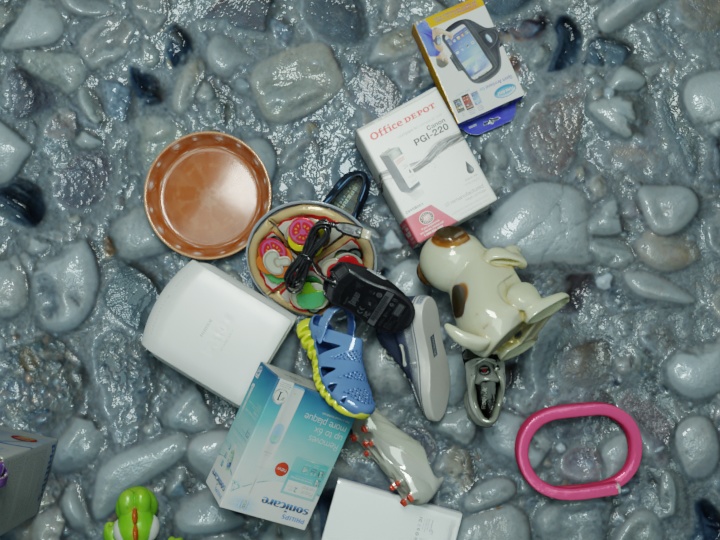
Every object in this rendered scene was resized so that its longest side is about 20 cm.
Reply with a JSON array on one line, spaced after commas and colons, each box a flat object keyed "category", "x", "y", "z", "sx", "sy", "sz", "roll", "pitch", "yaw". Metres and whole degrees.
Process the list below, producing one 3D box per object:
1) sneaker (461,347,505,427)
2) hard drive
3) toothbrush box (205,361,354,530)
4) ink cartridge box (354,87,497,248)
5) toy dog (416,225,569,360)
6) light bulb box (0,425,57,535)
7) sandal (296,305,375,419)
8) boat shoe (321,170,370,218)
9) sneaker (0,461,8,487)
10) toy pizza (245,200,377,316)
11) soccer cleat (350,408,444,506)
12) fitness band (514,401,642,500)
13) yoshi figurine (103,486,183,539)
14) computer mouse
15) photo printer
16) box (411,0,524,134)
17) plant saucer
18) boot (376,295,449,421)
[{"category": "sneaker", "x": 0.192, "y": 0.139, "z": 1.169, "sx": 0.074, "sy": 0.089, "sz": 0.201, "roll": -6, "pitch": 85, "yaw": 0}, {"category": "hard drive", "x": 0.043, "y": 0.411, "z": 1.180, "sx": 0.199, "sy": 0.025, "sz": 0.133, "roll": 16, "pitch": 86, "yaw": 0}, {"category": "toothbrush box", "x": -0.115, "y": 0.258, "z": 1.127, "sx": 0.146, "sy": 0.085, "sz": 0.201, "roll": 26, "pitch": 89, "yaw": -27}, {"category": "ink cartridge box", "x": 0.099, "y": -0.157, "z": 1.185, "sx": 0.145, "sy": 0.085, "sz": 0.201, "roll": -29, "pitch": 86, "yaw": -3}, {"category": "toy dog", "x": 0.166, "y": 0.029, "z": 1.121, "sx": 0.193, "sy": 0.140, "sz": 0.200, "roll": -22, "pitch": 60, "yaw": -26}, {"category": "light bulb box", "x": -0.572, "y": 0.287, "z": 1.087, "sx": 0.197, "sy": 0.200, "sz": 0.126, "roll": 15, "pitch": 85, "yaw": -1}, {"category": "sandal", "x": -0.028, "y": 0.126, "z": 1.119, "sx": 0.087, "sy": 0.079, "sz": 0.200, "roll": -46, "pitch": 51, "yaw": 21}, {"category": "boat shoe", "x": -0.054, "y": -0.071, "z": 1.182, "sx": 0.084, "sy": 0.069, "sz": 0.201, "roll": 24, "pitch": 90, "yaw": -1}, {"category": "sneaker", "x": -0.483, "y": 0.281, "z": 0.954, "sx": 0.088, "sy": 0.080, "sz": 0.201, "roll": -18, "pitch": 85, "yaw": -11}, {"category": "toy pizza", "x": -0.075, "y": -0.010, "z": 1.143, "sx": 0.199, "sy": 0.032, "sz": 0.201, "roll": 2, "pitch": 121, "yaw": 4}, {"category": "soccer cleat", "x": 0.047, "y": 0.267, "z": 1.175, "sx": 0.077, "sy": 0.069, "sz": 0.200, "roll": -30, "pitch": 79, "yaw": -33}, {"category": "fitness band", "x": 0.339, "y": 0.280, "z": 1.189, "sx": 0.199, "sy": 0.037, "sz": 0.145, "roll": -6, "pitch": 87, "yaw": -3}, {"category": "yoshi figurine", "x": -0.333, "y": 0.412, "z": 1.153, "sx": 0.112, "sy": 0.112, "sz": 0.201, "roll": 10, "pitch": 103, "yaw": 39}, {"category": "computer mouse", "x": 0.000, "y": 0.000, "z": 1.106, "sx": 0.199, "sy": 0.046, "sz": 0.141, "roll": 23, "pitch": 119, "yaw": -5}, {"category": "photo printer", "x": -0.222, "y": 0.091, "z": 1.170, "sx": 0.199, "sy": 0.069, "sz": 0.167, "roll": 32, "pitch": 87, "yaw": 1}, {"category": "box", "x": 0.175, "y": -0.321, "z": 1.218, "sx": 0.118, "sy": 0.041, "sz": 0.201, "roll": -24, "pitch": 85, "yaw": -3}, {"category": "plant saucer", "x": -0.238, "y": -0.116, "z": 1.201, "sx": 0.199, "sy": 0.032, "sz": 0.202, "roll": 0, "pitch": 86, "yaw": -1}, {"category": "boot", "x": 0.079, "y": 0.133, "z": 1.184, "sx": 0.090, "sy": 0.073, "sz": 0.201, "roll": 1, "pitch": 104, "yaw": 34}]
